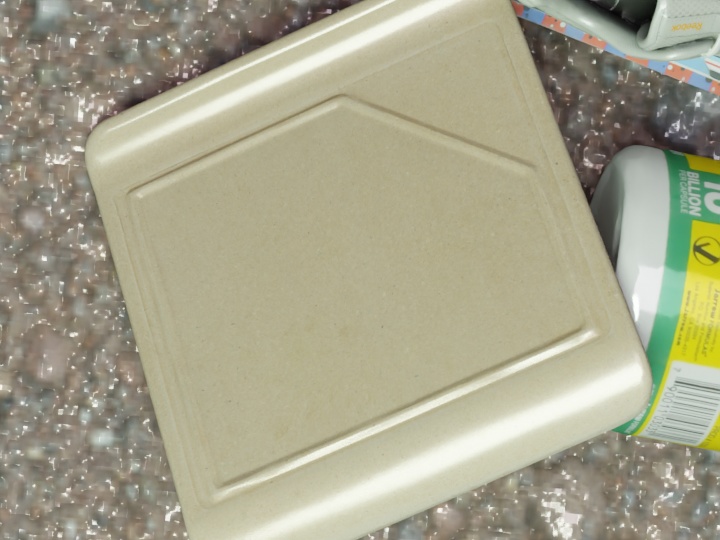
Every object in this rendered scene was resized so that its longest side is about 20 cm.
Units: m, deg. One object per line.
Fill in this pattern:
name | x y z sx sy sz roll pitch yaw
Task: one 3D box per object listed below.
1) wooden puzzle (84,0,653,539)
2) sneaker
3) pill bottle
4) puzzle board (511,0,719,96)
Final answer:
wooden puzzle | 0.000 0.000 1.090 0.184 0.037 0.201 -24 64 9
sneaker | 0.140 -0.103 1.090 0.198 0.092 0.076 11 117 -1
pill bottle | 0.187 0.023 1.115 0.198 0.113 0.114 11 88 -5
puzzle board | 0.131 -0.151 1.128 0.199 0.017 0.151 21 113 -4
